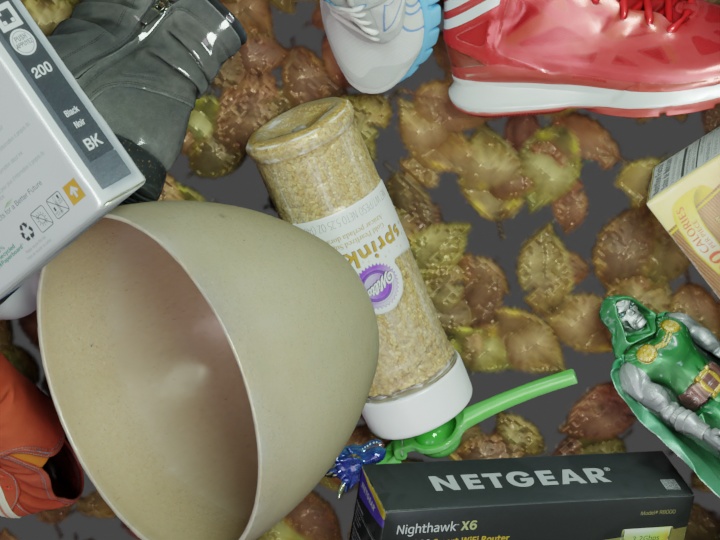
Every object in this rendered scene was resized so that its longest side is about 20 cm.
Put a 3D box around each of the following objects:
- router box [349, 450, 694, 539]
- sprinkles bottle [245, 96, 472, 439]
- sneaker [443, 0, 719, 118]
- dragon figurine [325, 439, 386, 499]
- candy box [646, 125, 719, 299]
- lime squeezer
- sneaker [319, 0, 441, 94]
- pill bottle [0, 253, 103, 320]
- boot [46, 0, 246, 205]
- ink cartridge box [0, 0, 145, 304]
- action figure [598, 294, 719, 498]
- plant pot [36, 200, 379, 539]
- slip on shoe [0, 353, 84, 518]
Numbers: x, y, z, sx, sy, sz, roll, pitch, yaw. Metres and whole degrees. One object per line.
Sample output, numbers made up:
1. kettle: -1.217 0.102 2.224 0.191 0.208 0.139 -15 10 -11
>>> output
1. router box: 0.089 0.192 1.370 0.199 0.052 0.158 -2 119 -18
2. sprinkles bottle: 0.000 0.000 1.335 0.068 0.068 0.200 -17 110 19
3. sneaker: 0.136 -0.148 1.231 0.199 0.078 0.116 -6 115 13
4. dragon figurine: -0.071 0.121 1.390 0.200 0.099 0.059 -25 107 25
5. candy box: 0.273 -0.055 1.257 0.200 0.055 0.116 -34 104 23
6. lime squeezer: 0.049 0.121 1.400 0.071 0.038 0.200 35 116 -6
7. sneaker: -0.003 -0.161 1.219 0.075 0.087 0.200 29 145 19
8. pill bottle: -0.244 -0.026 1.352 0.199 0.110 0.110 2 116 12
9. boot: -0.175 -0.124 1.294 0.200 0.132 0.070 22 161 6
10. ink cartridge box: -0.233 -0.078 1.221 0.198 0.043 0.200 -35 91 43
11. action figure: 0.216 0.085 1.320 0.200 0.118 0.055 40 149 4
12. plant pot: -0.069 0.045 1.263 0.200 0.134 0.201 26 127 41
13. slip on shoe: -0.213 0.091 1.392 0.061 0.074 0.200 -4 147 5
